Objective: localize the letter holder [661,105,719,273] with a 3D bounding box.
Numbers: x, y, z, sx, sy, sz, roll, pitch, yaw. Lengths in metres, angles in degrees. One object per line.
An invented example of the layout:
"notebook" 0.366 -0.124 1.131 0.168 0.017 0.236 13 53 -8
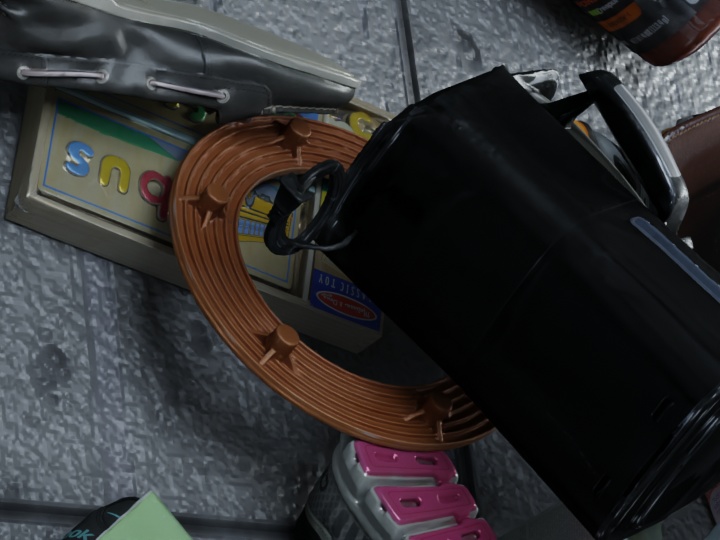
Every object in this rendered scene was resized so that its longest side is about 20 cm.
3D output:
"letter holder" 0.254 -0.026 1.384 0.200 0.101 0.142 -15 97 -39

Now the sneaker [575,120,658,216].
"sneaker" 0.128 0.010 1.449 0.077 0.078 0.200 17 57 -34

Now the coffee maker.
"coffee maker" 0.083 0.022 1.263 0.192 0.135 0.200 -30 65 -33

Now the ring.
"ring" 0.000 0.000 1.334 0.200 0.019 0.201 23 40 -21

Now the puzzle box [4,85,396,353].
"puzzle box" -0.072 -0.051 1.372 0.200 0.025 0.133 21 57 -25

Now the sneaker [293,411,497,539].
"sneaker" 0.032 0.167 1.287 0.074 0.087 0.200 -12 64 -43

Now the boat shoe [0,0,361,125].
"boat shoe" -0.096 -0.099 1.333 0.200 0.067 0.057 15 103 -29

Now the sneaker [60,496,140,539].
"sneaker" -0.058 0.182 1.229 0.200 0.075 0.079 45 47 -7

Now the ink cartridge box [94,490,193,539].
"ink cartridge box" -0.134 0.194 1.144 0.200 0.059 0.104 -41 94 -23

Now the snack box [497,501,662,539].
"snack box" 0.101 0.210 1.298 0.037 0.116 0.200 12 61 -29

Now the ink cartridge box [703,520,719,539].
"ink cartridge box" 0.228 0.177 1.343 0.146 0.200 0.083 22 32 -25

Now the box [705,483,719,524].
"box" 0.276 0.071 1.505 0.200 0.095 0.103 -8 71 -37

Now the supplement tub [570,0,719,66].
"supplement tub" 0.124 -0.210 1.538 0.200 0.107 0.107 38 51 -12

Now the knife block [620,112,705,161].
"knife block" 0.204 -0.062 1.491 0.176 0.064 0.200 53 37 -37
